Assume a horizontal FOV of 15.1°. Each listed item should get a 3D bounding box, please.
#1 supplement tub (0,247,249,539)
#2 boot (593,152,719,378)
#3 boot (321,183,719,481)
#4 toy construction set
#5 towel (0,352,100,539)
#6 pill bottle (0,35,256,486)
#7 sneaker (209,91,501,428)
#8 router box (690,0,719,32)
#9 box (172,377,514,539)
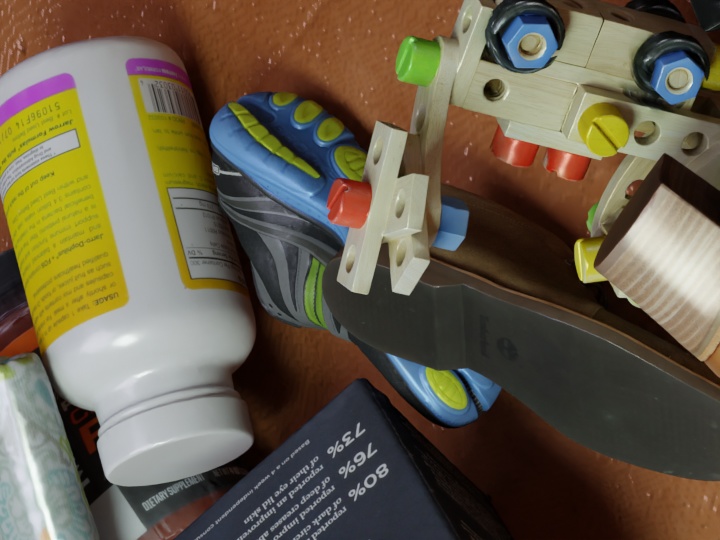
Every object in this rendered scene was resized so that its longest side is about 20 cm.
[{"bbox_3d":[-0.134,0.082,1.380,0.200,0.107,0.107,52,135,23],"label":"supplement tub"},{"bbox_3d":[0.196,-0.030,0.965,0.154,0.074,0.200,33,122,-5],"label":"boot"},{"bbox_3d":[0.087,0.020,1.139,0.199,0.076,0.074,26,139,19],"label":"boot"},{"bbox_3d":[0.076,-0.041,1.045,0.092,0.199,0.132,51,128,48],"label":"toy construction set"},{"bbox_3d":[-0.184,0.129,1.339,0.200,0.048,0.172,-7,104,59],"label":"towel"},{"bbox_3d":[-0.111,-0.003,1.304,0.104,0.104,0.201,-37,63,48],"label":"pill bottle"},{"bbox_3d":[-0.001,0.000,1.240,0.200,0.070,0.083,46,146,31],"label":"sneaker"},{"bbox_3d":[0.152,-0.210,0.999,0.149,0.051,0.201,-30,79,47],"label":"router box"},{"bbox_3d":[0.006,0.169,1.151,0.148,0.104,0.200,-40,37,7],"label":"box"}]
